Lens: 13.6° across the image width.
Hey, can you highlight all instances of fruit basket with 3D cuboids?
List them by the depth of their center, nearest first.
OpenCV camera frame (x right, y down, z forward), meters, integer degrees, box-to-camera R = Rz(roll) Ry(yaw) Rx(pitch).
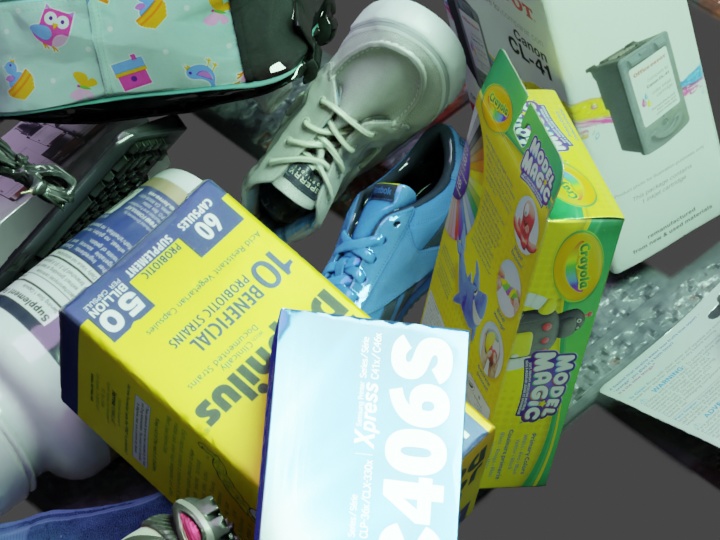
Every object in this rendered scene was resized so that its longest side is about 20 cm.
[{"bbox_3d":[0.248,0.040,1.524,0.185,0.094,0.200,-40,29,-20],"label":"fruit basket"}]

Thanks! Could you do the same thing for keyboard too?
[{"bbox_3d":[-0.166,-0.014,1.701,0.200,0.021,0.127,-46,-6,22],"label":"keyboard"}]

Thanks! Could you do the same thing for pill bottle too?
[{"bbox_3d":[-0.147,0.044,1.646,0.200,0.111,0.111,-39,44,-18],"label":"pill bottle"}]

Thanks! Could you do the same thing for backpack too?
[{"bbox_3d":[-0.130,-0.161,1.673,0.199,0.154,0.176,-15,19,12],"label":"backpack"}]

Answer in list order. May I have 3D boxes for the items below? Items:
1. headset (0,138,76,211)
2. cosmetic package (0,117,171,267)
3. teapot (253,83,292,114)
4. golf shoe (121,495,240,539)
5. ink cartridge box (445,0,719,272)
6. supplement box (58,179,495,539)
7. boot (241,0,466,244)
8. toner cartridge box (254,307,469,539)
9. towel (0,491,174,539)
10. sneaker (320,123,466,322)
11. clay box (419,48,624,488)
[{"bbox_3d":[-0.237,0.004,1.645,0.200,0.094,0.124,-54,22,31],"label":"headset"},{"bbox_3d":[-0.215,-0.029,1.788,0.200,0.051,0.082,-42,34,-21],"label":"cosmetic package"},{"bbox_3d":[-0.107,-0.197,1.866,0.197,0.146,0.201,-7,61,58],"label":"teapot"},{"bbox_3d":[-0.061,0.207,1.443,0.088,0.077,0.200,-30,64,-5],"label":"golf shoe"},{"bbox_3d":[0.115,-0.121,1.632,0.085,0.200,0.148,-30,41,-12],"label":"ink cartridge box"},{"bbox_3d":[-0.045,0.072,1.518,0.200,0.110,0.109,40,66,15],"label":"supplement box"},{"bbox_3d":[-0.008,-0.074,1.682,0.073,0.200,0.096,36,64,-1],"label":"boot"},{"bbox_3d":[-0.002,0.120,1.410,0.095,0.043,0.201,6,64,-4],"label":"toner cartridge box"},{"bbox_3d":[-0.169,0.174,1.566,0.199,0.049,0.112,-9,44,13],"label":"towel"},{"bbox_3d":[0.000,0.000,1.659,0.066,0.079,0.200,19,57,34],"label":"sneaker"},{"bbox_3d":[0.081,-0.001,1.535,0.047,0.201,0.115,0,37,-20],"label":"clay box"}]
